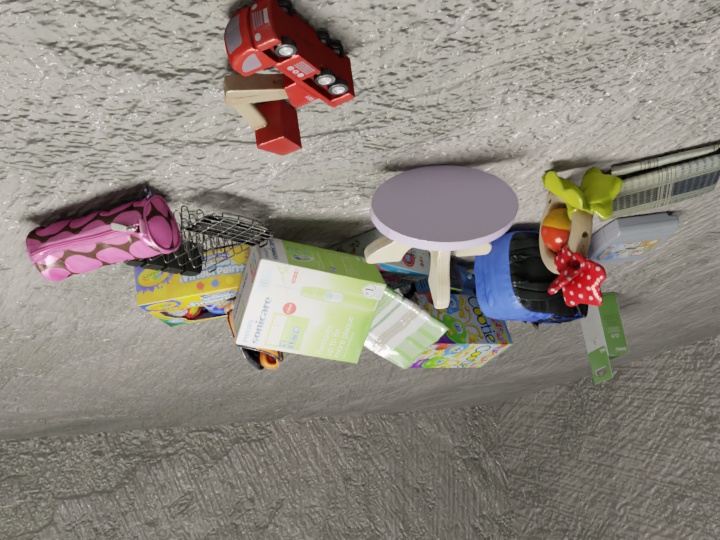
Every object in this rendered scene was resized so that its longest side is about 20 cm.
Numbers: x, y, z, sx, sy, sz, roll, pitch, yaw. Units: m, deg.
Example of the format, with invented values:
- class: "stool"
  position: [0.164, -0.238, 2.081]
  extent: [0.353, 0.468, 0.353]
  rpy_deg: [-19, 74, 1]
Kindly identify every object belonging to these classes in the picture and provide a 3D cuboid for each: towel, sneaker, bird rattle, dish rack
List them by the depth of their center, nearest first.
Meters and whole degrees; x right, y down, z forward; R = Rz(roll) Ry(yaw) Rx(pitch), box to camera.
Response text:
- class: "dish rack"
  position: [-0.231, -0.047, 1.187]
  extent: [0.199, 0.055, 0.153]
  rpy_deg: [-23, 160, 33]
- class: "bird rattle"
  position: [0.314, -0.051, 1.235]
  extent: [0.111, 0.203, 0.163]
  rpy_deg: [-2, -172, -10]
- class: "towel"
  position: [0.458, -0.135, 1.302]
  extent: [0.198, 0.035, 0.192]
  rpy_deg: [-16, 165, 14]
- class: "sneaker"
  position: [-0.142, 0.109, 1.388]
  extent: [0.077, 0.113, 0.199]
  rpy_deg: [-28, 160, 35]
- class: "towel"
  position: [0.028, 0.085, 1.395]
  extent: [0.199, 0.031, 0.149]
  rpy_deg: [31, 136, -12]

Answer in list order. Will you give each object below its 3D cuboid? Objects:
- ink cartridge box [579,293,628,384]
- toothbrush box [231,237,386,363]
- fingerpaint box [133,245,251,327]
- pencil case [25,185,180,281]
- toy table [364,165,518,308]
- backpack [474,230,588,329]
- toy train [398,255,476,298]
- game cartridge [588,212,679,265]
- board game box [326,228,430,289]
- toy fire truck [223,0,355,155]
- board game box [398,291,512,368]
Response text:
- class: "ink cartridge box"
  position: [0.596, 0.167, 2.043]
  extent: [0.059, 0.202, 0.104]
  rpy_deg: [-5, 164, -13]
- class: "toothbrush box"
  position: [-0.081, 0.045, 1.273]
  extent: [0.198, 0.086, 0.147]
  rpy_deg: [13, 114, -19]
- class: "fingerpaint box"
  position: [-0.248, 0.028, 1.380]
  extent: [0.197, 0.074, 0.167]
  rpy_deg: [-10, 163, 3]
- class: "pencil case"
  position: [-0.340, -0.041, 1.091]
  extent: [0.198, 0.092, 0.094]
  rpy_deg: [-15, -168, 18]
- class: "toy table"
  position: [0.106, -0.056, 1.145]
  extent: [0.197, 0.186, 0.118]
  rpy_deg: [5, 146, -5]
- class: "backpack"
  position: [0.287, 0.022, 1.484]
  extent: [0.198, 0.165, 0.167]
  rpy_deg: [5, 162, -41]
- class: "toy train"
  position: [0.157, 0.031, 1.587]
  extent: [0.114, 0.088, 0.199]
  rpy_deg: [-28, 155, 33]
- class: "game cartridge"
  position: [0.494, -0.053, 1.567]
  extent: [0.132, 0.042, 0.200]
  rpy_deg: [-12, 163, -6]
- class: "board game box"
  position: [0.000, 0.000, 1.436]
  extent: [0.199, 0.065, 0.147]
  rpy_deg: [-23, 158, 34]
- class: "toy fire truck"
  position: [-0.084, -0.183, 0.821]
  extent: [0.140, 0.049, 0.199]
  rpy_deg: [-17, 161, 26]
- class: "board game box"
  position: [0.162, 0.111, 1.532]
  extent: [0.198, 0.106, 0.103]
  rpy_deg: [4, 148, -35]
